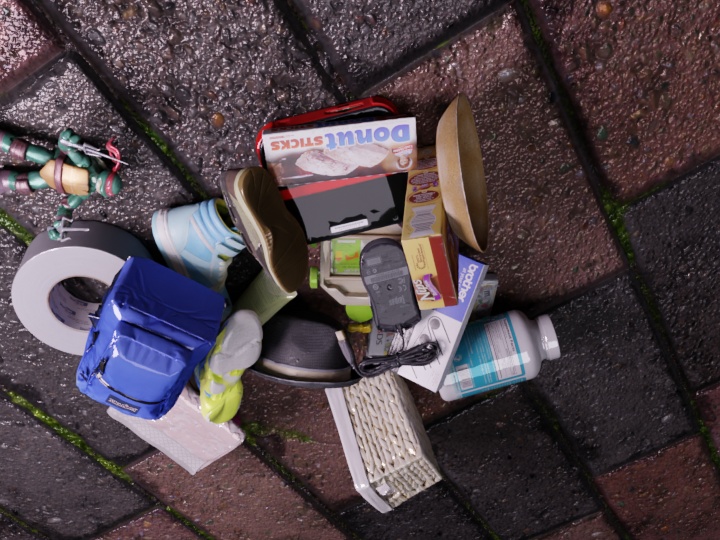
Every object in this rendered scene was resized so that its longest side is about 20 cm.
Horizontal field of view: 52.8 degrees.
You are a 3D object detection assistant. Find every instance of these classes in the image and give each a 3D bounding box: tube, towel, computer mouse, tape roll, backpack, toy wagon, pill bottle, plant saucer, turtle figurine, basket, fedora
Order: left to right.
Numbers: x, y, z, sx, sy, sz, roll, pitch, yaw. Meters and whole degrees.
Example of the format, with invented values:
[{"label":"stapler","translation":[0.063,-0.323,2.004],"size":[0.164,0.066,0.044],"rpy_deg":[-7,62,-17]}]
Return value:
[{"label":"turtle figurine","translation":[-0.380,-0.117,0.922],"size":[0.196,0.101,0.153],"rpy_deg":[12,112,3]},{"label":"tape roll","translation":[-0.393,0.029,1.053],"size":[0.196,0.067,0.203],"rpy_deg":[-4,127,-5]},{"label":"backpack","translation":[-0.300,0.111,0.981],"size":[0.161,0.169,0.201],"rpy_deg":[30,127,-14]},{"label":"towel","translation":[-0.305,0.245,1.187],"size":[0.199,0.032,0.191],"rpy_deg":[40,132,-11]},{"label":"tube","translation":[-0.171,0.068,1.115],"size":[0.058,0.052,0.200],"rpy_deg":[37,118,-13]},{"label":"fedora","translation":[-0.086,0.113,1.114],"size":[0.196,0.201,0.094],"rpy_deg":[5,96,-11]},{"label":"toy wagon","translation":[0.000,0.000,1.081],"size":[0.152,0.040,0.203],"rpy_deg":[1,121,-1]},{"label":"computer mouse","translation":[0.023,0.055,1.051],"size":[0.138,0.046,0.203],"rpy_deg":[-19,105,8]},{"label":"basket","translation":[0.040,0.270,1.202],"size":[0.122,0.202,0.136],"rpy_deg":[-27,141,6]},{"label":"plant saucer","translation":[0.129,-0.121,0.929],"size":[0.035,0.202,0.202],"rpy_deg":[-7,130,18]},{"label":"pill bottle","translation":[0.210,0.130,1.150],"size":[0.196,0.112,0.112],"rpy_deg":[-16,128,6]}]

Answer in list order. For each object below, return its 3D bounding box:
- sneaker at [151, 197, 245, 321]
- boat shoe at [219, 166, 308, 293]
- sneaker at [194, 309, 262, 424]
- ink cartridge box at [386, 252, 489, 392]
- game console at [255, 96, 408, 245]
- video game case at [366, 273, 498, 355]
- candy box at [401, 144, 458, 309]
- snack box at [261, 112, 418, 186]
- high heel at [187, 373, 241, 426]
[{"label":"sneaker","translation":[-0.198,-0.014,1.037],"size":[0.128,0.080,0.202],"rpy_deg":[-17,129,8]},{"label":"boat shoe","translation":[-0.127,-0.057,0.972],"size":[0.064,0.073,0.202],"rpy_deg":[17,139,37]},{"label":"sneaker","translation":[-0.205,0.122,1.057],"size":[0.075,0.105,0.203],"rpy_deg":[1,123,-37]},{"label":"ink cartridge box","translation":[0.111,0.068,1.085],"size":[0.093,0.044,0.203],"rpy_deg":[23,98,19]},{"label":"game console","translation":[-0.031,-0.130,0.984],"size":[0.196,0.031,0.180],"rpy_deg":[-13,120,3]},{"label":"video game case","translation":[0.113,0.083,1.187],"size":[0.195,0.023,0.185],"rpy_deg":[0,128,-8]},{"label":"candy box","translation":[0.096,-0.062,0.958],"size":[0.055,0.202,0.118],"rpy_deg":[-8,130,13]},{"label":"snack box","translation":[-0.025,-0.156,0.939],"size":[0.196,0.024,0.073],"rpy_deg":[-7,118,0]},{"label":"high heel","translation":[-0.260,0.197,1.194],"size":[0.199,0.068,0.096],"rpy_deg":[36,127,-25]}]
